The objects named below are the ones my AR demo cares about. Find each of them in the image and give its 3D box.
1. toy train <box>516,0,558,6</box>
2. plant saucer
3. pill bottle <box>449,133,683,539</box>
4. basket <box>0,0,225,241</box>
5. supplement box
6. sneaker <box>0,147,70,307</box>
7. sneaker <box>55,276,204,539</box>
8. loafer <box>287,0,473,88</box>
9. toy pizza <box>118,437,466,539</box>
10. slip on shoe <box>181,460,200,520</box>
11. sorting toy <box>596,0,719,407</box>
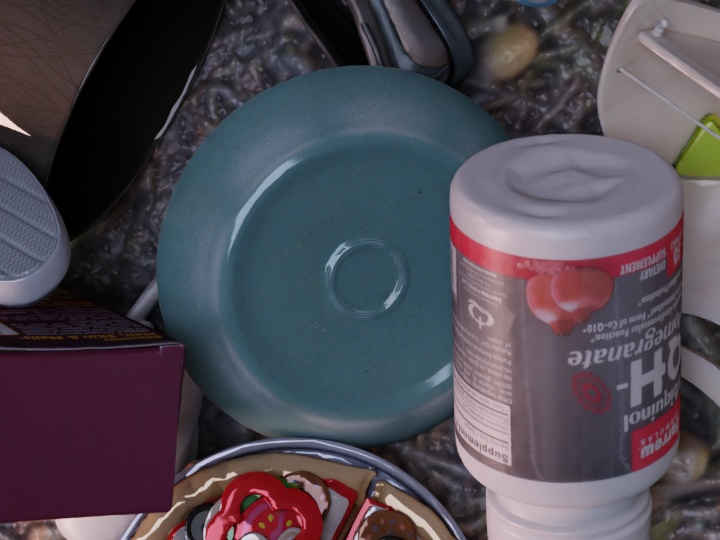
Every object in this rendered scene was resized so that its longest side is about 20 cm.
[{"bbox_3d":[0.045,-0.227,1.378,0.150,0.056,0.201,3,76,-23],"label":"toy train"},{"bbox_3d":[0.000,0.000,1.371,0.199,0.036,0.201,-3,106,-12],"label":"plant saucer"},{"bbox_3d":[0.099,0.045,1.334,0.110,0.111,0.200,5,118,14],"label":"pill bottle"},{"bbox_3d":[-0.194,-0.139,1.417,0.200,0.136,0.181,30,98,15],"label":"basket"},{"bbox_3d":[-0.178,0.058,1.370,0.110,0.200,0.086,0,101,-28],"label":"supplement box"},{"bbox_3d":[-0.206,-0.026,1.370,0.073,0.071,0.200,-41,47,-20],"label":"sneaker"},{"bbox_3d":[-0.111,0.057,1.422,0.075,0.088,0.200,29,99,10],"label":"sneaker"},{"bbox_3d":[-0.026,-0.162,1.393,0.063,0.072,0.200,-37,83,-27],"label":"loafer"},{"bbox_3d":[-0.033,0.183,1.376,0.200,0.032,0.201,0,89,-4],"label":"toy pizza"},{"bbox_3d":[-0.102,0.194,1.440,0.060,0.076,0.200,24,100,-18],"label":"slip on shoe"},{"bbox_3d":[0.193,-0.008,1.342,0.200,0.107,0.180,39,116,29],"label":"sorting toy"}]
